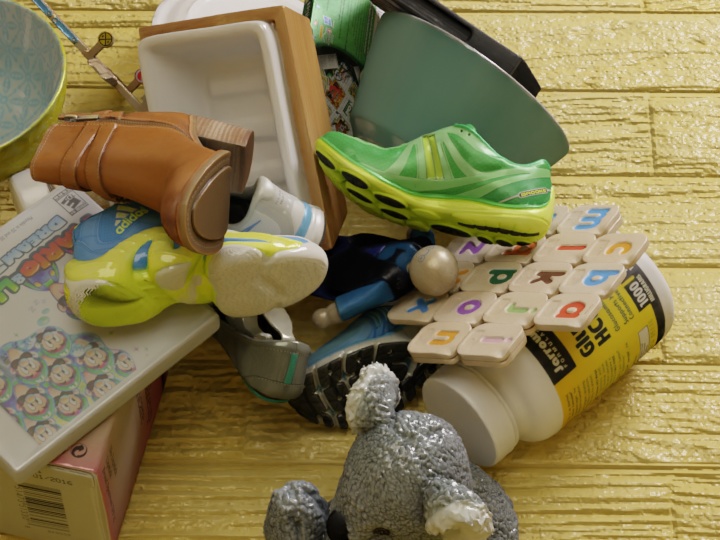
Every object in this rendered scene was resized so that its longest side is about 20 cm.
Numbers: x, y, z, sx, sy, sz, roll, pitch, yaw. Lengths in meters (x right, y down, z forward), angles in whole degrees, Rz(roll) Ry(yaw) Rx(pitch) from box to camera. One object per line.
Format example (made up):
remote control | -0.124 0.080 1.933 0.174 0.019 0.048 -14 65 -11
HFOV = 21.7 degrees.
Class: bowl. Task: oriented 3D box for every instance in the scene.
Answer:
bowl | -0.351 -0.136 1.665 0.198 0.108 0.202 -1 53 2
bowl | 0.069 -0.118 1.608 0.200 0.201 0.105 33 83 23

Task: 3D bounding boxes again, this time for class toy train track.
toy train track | -0.247 -0.214 1.693 0.033 0.115 0.200 -44 89 1

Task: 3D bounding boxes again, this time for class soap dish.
soap dish | -0.096 -0.115 1.566 0.156 0.202 0.081 -3 14 35

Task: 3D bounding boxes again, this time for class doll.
doll | 0.000 0.000 1.535 0.199 0.049 0.136 4 38 43

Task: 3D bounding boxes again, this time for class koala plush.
koala plush | 0.034 0.169 1.372 0.183 0.201 0.178 -25 56 -16

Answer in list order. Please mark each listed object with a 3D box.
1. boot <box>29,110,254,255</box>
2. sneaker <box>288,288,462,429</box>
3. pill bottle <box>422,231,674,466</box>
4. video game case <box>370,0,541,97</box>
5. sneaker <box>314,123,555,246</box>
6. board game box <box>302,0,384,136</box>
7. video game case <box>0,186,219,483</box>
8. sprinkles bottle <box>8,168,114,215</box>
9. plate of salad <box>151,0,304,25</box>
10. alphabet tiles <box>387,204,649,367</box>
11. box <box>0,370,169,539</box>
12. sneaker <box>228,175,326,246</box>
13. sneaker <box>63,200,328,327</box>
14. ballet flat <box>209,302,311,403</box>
boot | -0.167 -0.068 1.373 0.153 0.074 0.200 7 17 4
sneaker | 0.021 0.059 1.548 0.199 0.079 0.090 -26 36 -17
pill bottle | 0.148 0.063 1.502 0.200 0.113 0.112 -38 61 -24
video game case | 0.071 -0.212 1.645 0.180 0.200 0.026 35 94 9
sneaker | 0.060 -0.078 1.508 0.198 0.074 0.084 15 71 5
board game box | -0.013 -0.176 1.704 0.104 0.023 0.201 26 50 -23
video game case | -0.238 0.041 1.424 0.200 0.024 0.182 -38 64 -26
sprinkles bottle | -0.205 -0.084 1.647 0.198 0.069 0.069 -22 56 -14
plate of salad | -0.097 -0.198 1.735 0.198 0.048 0.201 13 41 -12
alphabet tiles | 0.123 0.010 1.473 0.194 0.015 0.200 0 35 41
box | -0.223 0.098 1.477 0.108 0.128 0.201 9 55 7
sneaker | -0.128 -0.034 1.501 0.199 0.087 0.076 -19 47 31
sneaker | -0.127 -0.021 1.416 0.198 0.076 0.106 -5 49 -15
ballet flat | -0.094 0.037 1.522 0.067 0.064 0.200 5 22 -33
